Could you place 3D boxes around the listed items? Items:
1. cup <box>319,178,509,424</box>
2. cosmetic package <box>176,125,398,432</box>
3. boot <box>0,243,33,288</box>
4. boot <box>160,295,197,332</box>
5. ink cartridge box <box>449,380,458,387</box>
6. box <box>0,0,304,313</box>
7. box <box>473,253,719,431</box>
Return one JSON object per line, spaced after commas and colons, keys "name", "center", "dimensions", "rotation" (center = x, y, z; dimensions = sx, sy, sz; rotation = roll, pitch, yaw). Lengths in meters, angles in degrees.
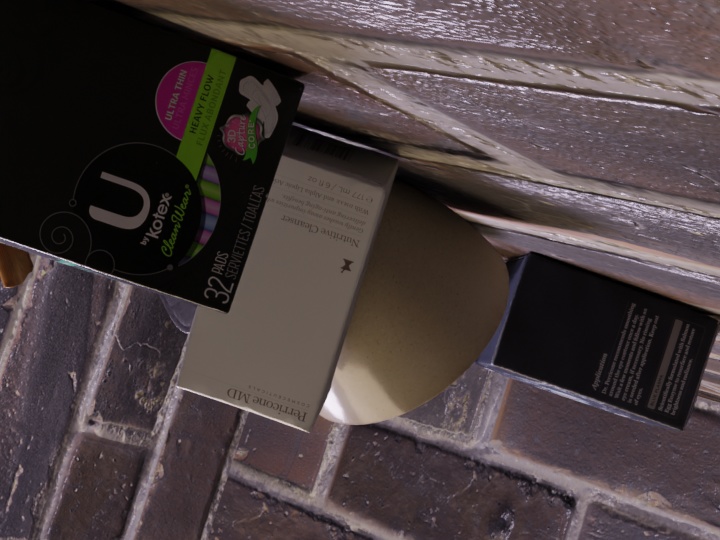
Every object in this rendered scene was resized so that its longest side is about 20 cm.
{"name": "cup", "center": [0.000, 0.000, 1.317], "dimensions": [0.200, 0.201, 0.143], "rotation": [14, 149, 50]}
{"name": "cosmetic package", "center": [-0.054, 0.003, 1.199], "dimensions": [0.112, 0.201, 0.081], "rotation": [16, -160, 3]}
{"name": "boot", "center": [-0.296, -0.082, 1.218], "dimensions": [0.068, 0.202, 0.188], "rotation": [-17, -175, -13]}
{"name": "boot", "center": [-0.104, -0.056, 1.409], "dimensions": [0.199, 0.189, 0.068], "rotation": [-21, 170, -47]}
{"name": "ink cartridge box", "center": [0.027, 0.026, 1.713], "dimensions": [0.086, 0.148, 0.199], "rotation": [19, 178, -44]}
{"name": "box", "center": [-0.158, -0.076, 0.992], "dimensions": [0.199, 0.150, 0.124], "rotation": [19, 178, -14]}
{"name": "box", "center": [0.226, 0.071, 1.638], "dimensions": [0.199, 0.118, 0.197], "rotation": [20, 177, -1]}
